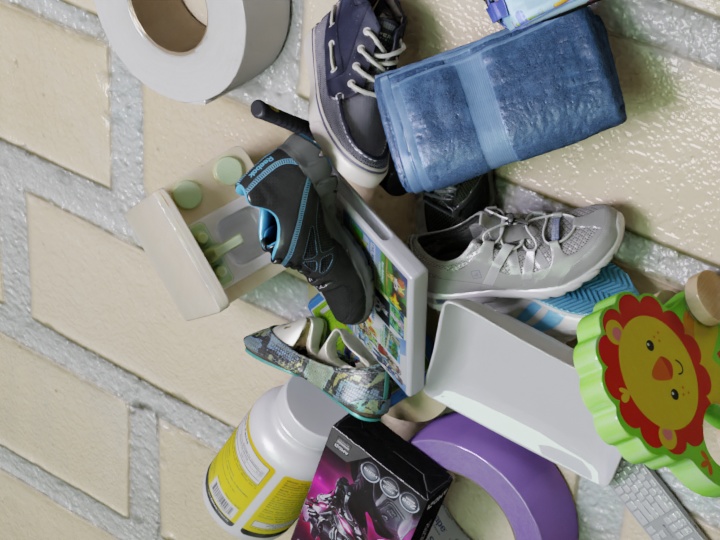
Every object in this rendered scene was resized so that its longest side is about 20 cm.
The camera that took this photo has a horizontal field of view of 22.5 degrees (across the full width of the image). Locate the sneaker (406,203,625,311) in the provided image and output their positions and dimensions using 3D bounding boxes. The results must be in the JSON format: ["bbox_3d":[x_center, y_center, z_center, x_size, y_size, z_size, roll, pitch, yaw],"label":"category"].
[{"bbox_3d":[0.133,-0.020,1.583,0.199,0.075,0.082,-18,130,21],"label":"sneaker"}]

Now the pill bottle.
[{"bbox_3d":[-0.081,0.192,1.901,0.112,0.112,0.200,46,134,10],"label":"pill bottle"}]

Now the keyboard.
[{"bbox_3d":[0.259,0.204,1.691,0.200,0.011,0.056,52,136,5],"label":"keyboard"}]

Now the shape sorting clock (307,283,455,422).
[{"bbox_3d":[0.022,0.059,1.789,0.200,0.039,0.201,30,133,38],"label":"shape sorting clock"}]

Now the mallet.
[{"bbox_3d":[-0.020,-0.111,1.620,0.041,0.200,0.066,-52,57,17],"label":"mallet"}]

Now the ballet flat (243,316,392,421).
[{"bbox_3d":[-0.038,0.083,1.803,0.200,0.074,0.075,26,129,38],"label":"ballet flat"}]

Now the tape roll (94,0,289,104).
[{"bbox_3d":[-0.165,-0.266,1.742,0.202,0.071,0.203,20,125,31],"label":"tape roll"}]

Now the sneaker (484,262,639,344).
[{"bbox_3d":[0.170,0.035,1.636,0.199,0.077,0.081,4,131,41],"label":"sneaker"}]

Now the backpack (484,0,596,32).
[{"bbox_3d":[0.154,-0.303,1.393,0.182,0.134,0.201,-18,94,26],"label":"backpack"}]

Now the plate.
[{"bbox_3d":[0.158,0.106,1.639,0.199,0.032,0.200,27,153,10],"label":"plate"}]

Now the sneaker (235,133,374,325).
[{"bbox_3d":[-0.049,-0.025,1.595,0.073,0.082,0.201,35,154,52],"label":"sneaker"}]

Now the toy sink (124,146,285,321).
[{"bbox_3d":[-0.141,-0.037,1.775,0.131,0.112,0.200,60,165,-3],"label":"toy sink"}]

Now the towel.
[{"bbox_3d":[0.116,-0.142,1.505,0.199,0.049,0.112,-18,75,13],"label":"towel"}]

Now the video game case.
[{"bbox_3d":[0.000,0.000,1.675,0.182,0.022,0.200,49,158,28],"label":"video game case"}]

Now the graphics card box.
[{"bbox_3d":[0.007,0.246,1.811,0.125,0.051,0.200,37,132,19],"label":"graphics card box"}]

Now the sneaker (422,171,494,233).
[{"bbox_3d":[0.072,-0.086,1.615,0.076,0.114,0.200,32,133,25],"label":"sneaker"}]

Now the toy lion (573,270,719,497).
[{"bbox_3d":[0.263,0.103,1.502,0.069,0.192,0.201,-28,95,45],"label":"toy lion"}]

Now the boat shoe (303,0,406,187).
[{"bbox_3d":[0.003,-0.172,1.589,0.093,0.074,0.201,-50,39,35],"label":"boat shoe"}]

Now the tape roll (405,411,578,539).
[{"bbox_3d":[0.115,0.243,1.798,0.199,0.066,0.201,19,125,31],"label":"tape roll"}]
